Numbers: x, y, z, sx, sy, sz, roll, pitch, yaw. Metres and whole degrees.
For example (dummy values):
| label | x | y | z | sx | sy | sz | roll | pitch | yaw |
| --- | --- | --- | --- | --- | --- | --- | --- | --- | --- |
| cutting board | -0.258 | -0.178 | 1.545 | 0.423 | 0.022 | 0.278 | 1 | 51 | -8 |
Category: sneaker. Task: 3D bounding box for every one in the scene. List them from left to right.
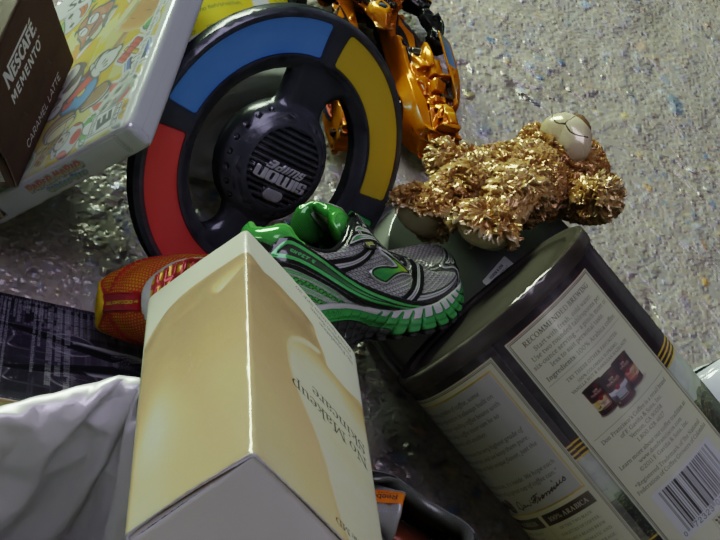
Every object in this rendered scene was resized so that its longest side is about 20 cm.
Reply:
| label | x | y | z | sx | sy | sz | roll | pitch | yaw |
| --- | --- | --- | --- | --- | --- | --- | --- | --- | --- |
| sneaker | -0.078 | 0.017 | 0.871 | 0.199 | 0.077 | 0.074 | 11 | 82 | -51 |
| sneaker | -0.020 | 0.136 | 0.825 | 0.199 | 0.080 | 0.074 | 23 | 52 | -7 |
| sneaker | 0.000 | 0.000 | 0.849 | 0.199 | 0.077 | 0.086 | -8 | 98 | -56 |

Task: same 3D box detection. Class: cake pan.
| label | x | y | z | sx | sy | sz | roll | pitch | yaw |
| --- | --- | --- | --- | --- | --- | --- | --- | --- | --- |
| cake pan | 0.092 | 0.015 | 0.992 | 0.198 | 0.037 | 0.202 | 13 | 52 | -17 |

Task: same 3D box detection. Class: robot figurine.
| label | x | y | z | sx | sy | sz | roll | pitch | yaw |
| --- | --- | --- | --- | --- | --- | --- | --- | --- | --- |
| robot figurine | 0.013 | -0.174 | 1.075 | 0.144 | 0.058 | 0.202 | 4 | 56 | -24 |

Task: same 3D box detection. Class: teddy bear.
| label | x | y | z | sx | sy | sz | roll | pitch | yaw |
| --- | --- | --- | --- | --- | --- | --- | --- | --- | --- |
| teddy bear | 0.107 | -0.063 | 0.961 | 0.199 | 0.067 | 0.145 | -15 | 21 | -30 |

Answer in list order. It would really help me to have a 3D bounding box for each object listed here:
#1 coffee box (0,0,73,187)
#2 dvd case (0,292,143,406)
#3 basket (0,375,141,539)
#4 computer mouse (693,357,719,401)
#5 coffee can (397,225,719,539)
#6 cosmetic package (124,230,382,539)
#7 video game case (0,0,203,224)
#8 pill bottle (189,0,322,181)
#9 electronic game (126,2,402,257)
| label | x | y | z | sx | sy | sz | roll | pitch | yaw |
| --- | --- | --- | --- | --- | --- | --- | --- | --- | --- |
| coffee box | -0.287 | -0.119 | 0.829 | 0.198 | 0.080 | 0.115 | 3 | 51 | 10 |
| dvd case | -0.136 | 0.062 | 0.812 | 0.198 | 0.016 | 0.149 | 13 | 17 | -16 |
| basket | -0.171 | 0.189 | 0.662 | 0.199 | 0.161 | 0.199 | -14 | 64 | -33 |
| computer mouse | 0.322 | 0.079 | 1.050 | 0.199 | 0.044 | 0.110 | -18 | 67 | -34 |
| coffee can | 0.140 | 0.096 | 0.858 | 0.200 | 0.146 | 0.146 | 50 | 50 | -3 |
| cosmetic package | -0.049 | 0.078 | 0.670 | 0.105 | 0.071 | 0.201 | 49 | 14 | -27 |
| video game case | -0.173 | -0.122 | 0.879 | 0.023 | 0.181 | 0.201 | 42 | 43 | -32 |
| pill bottle | -0.105 | -0.174 | 0.983 | 0.113 | 0.115 | 0.201 | -3 | 58 | -27 |
| electronic game | -0.057 | -0.070 | 0.894 | 0.199 | 0.202 | 0.042 | -13 | 29 | -32 |
